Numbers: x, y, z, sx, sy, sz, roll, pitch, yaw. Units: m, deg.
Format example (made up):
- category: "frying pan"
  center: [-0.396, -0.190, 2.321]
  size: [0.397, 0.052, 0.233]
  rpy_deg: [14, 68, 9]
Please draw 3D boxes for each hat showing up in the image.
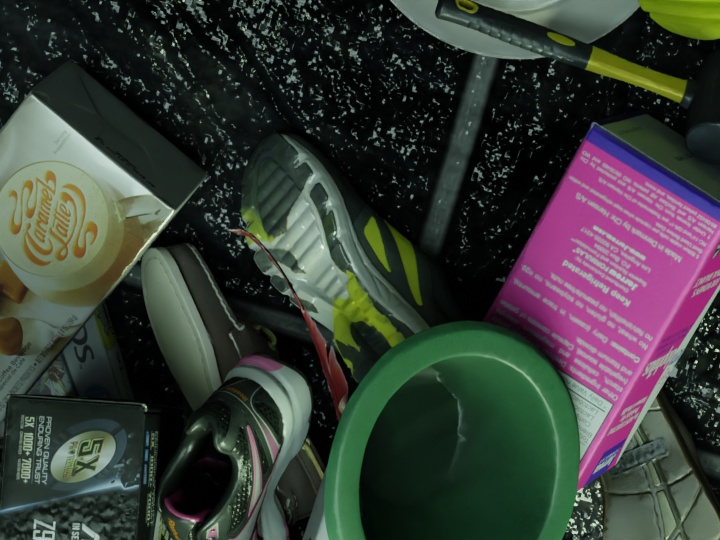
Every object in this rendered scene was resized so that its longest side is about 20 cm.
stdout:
- category: "hat"
  center: [0.016, 0.093, 1.355]
  size: [0.165, 0.176, 0.200]
  rpy_deg: [8, 93, -30]

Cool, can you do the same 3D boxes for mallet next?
- category: "mallet"
  center: [0.138, -0.114, 1.337]
  size: [0.200, 0.066, 0.041]
  rpy_deg: [13, 145, -8]

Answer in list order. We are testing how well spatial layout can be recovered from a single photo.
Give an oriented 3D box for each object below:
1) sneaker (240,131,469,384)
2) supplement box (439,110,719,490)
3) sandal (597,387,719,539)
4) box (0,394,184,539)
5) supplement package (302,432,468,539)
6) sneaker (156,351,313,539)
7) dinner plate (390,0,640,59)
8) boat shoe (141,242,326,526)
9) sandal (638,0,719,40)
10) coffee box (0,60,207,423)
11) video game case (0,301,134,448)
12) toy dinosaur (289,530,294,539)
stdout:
- category: "sneaker"
  center: [0.000, 0.000, 1.429]
  size: [0.074, 0.085, 0.200]
  rpy_deg: [-39, 78, 33]
- category: "supplement box"
  center: [0.144, 0.019, 1.367]
  size: [0.103, 0.101, 0.200]
  rpy_deg: [34, 109, 15]
- category: "sandal"
  center: [0.179, 0.129, 1.454]
  size: [0.082, 0.055, 0.200]
  rpy_deg: [-23, 90, 20]
- category: "box"
  center: [-0.167, 0.179, 1.414]
  size: [0.086, 0.164, 0.200]
  rpy_deg: [4, 85, 4]
- category: "supplement package"
  center: [0.014, 0.194, 1.407]
  size: [0.109, 0.114, 0.200]
  rpy_deg: [19, 80, -3]
- category: "sneaker"
  center: [-0.094, 0.147, 1.412]
  size: [0.080, 0.086, 0.200]
  rpy_deg: [23, 121, 27]
- category: "dinner plate"
  center: [0.089, -0.219, 1.351]
  size: [0.200, 0.024, 0.201]
  rpy_deg: [4, 112, 10]
- category: "boat shoe"
  center: [-0.078, 0.070, 1.474]
  size: [0.059, 0.072, 0.200]
  rpy_deg: [-26, 95, -24]
- category: "sandal"
  center: [0.197, -0.221, 1.299]
  size: [0.079, 0.087, 0.200]
  rpy_deg: [16, 135, 24]
- category: "coffee box"
  center: [-0.204, -0.014, 1.427]
  size: [0.114, 0.080, 0.200]
  rpy_deg: [40, 113, -4]
- category: "video game case"
  center: [-0.263, 0.033, 1.514]
  size: [0.200, 0.026, 0.181]
  rpy_deg: [-10, 109, 14]
- category: "toy dinosaur"
  center: [-0.010, 0.243, 1.538]
  size: [0.105, 0.200, 0.182]
  rpy_deg: [-22, 135, -20]
